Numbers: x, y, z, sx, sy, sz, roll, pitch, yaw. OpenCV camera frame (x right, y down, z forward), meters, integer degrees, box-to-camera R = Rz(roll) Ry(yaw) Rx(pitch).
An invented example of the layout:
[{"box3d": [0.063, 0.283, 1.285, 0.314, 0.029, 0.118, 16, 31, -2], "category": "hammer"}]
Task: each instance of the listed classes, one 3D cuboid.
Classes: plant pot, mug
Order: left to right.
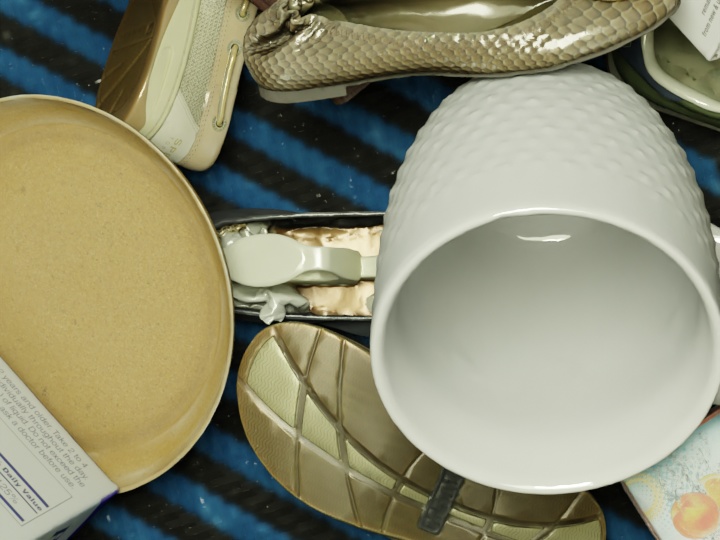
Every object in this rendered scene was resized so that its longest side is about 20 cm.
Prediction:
[{"box3d": [-0.144, 0.012, 1.092, 0.200, 0.027, 0.201, 6, 105, 24], "category": "plant pot"}, {"box3d": [0.105, -0.003, 0.993, 0.200, 0.176, 0.148, 22, 122, -10], "category": "mug"}]

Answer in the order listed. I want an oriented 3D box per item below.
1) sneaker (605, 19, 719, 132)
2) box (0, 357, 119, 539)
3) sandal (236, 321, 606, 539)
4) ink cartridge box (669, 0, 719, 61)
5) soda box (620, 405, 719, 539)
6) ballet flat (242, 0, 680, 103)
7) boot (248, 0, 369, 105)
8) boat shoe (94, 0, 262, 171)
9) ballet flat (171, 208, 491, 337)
[{"box3d": [0.214, -0.086, 1.061, 0.200, 0.090, 0.067, 16, 87, 7], "category": "sneaker"}, {"box3d": [-0.247, 0.094, 1.033, 0.184, 0.200, 0.105, 47, 117, 8], "category": "box"}, {"box3d": [0.027, 0.093, 1.092, 0.200, 0.054, 0.080, 28, 95, -7], "category": "sandal"}, {"box3d": [0.160, -0.217, 1.037, 0.145, 0.084, 0.200, -30, 68, -24], "category": "ink cartridge box"}, {"box3d": [0.220, 0.068, 1.060, 0.200, 0.068, 0.064, -33, 84, 2], "category": "soda box"}, {"box3d": [0.041, -0.115, 0.995, 0.199, 0.067, 0.046, -7, 118, 16], "category": "ballet flat"}, {"box3d": [-0.046, -0.148, 1.045, 0.200, 0.072, 0.167, -42, 111, -34], "category": "boot"}, {"box3d": [-0.071, -0.148, 1.115, 0.065, 0.072, 0.200, 24, 75, -28], "category": "boat shoe"}, {"box3d": [0.000, 0.000, 1.090, 0.199, 0.073, 0.073, 2, 86, 6], "category": "ballet flat"}]
